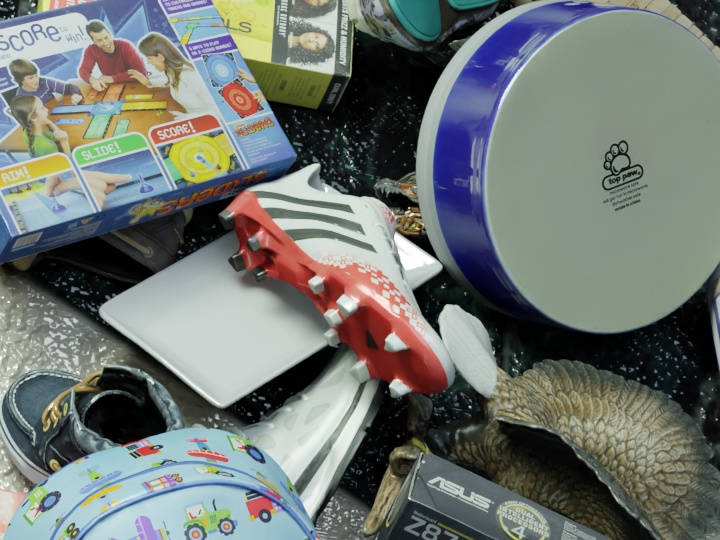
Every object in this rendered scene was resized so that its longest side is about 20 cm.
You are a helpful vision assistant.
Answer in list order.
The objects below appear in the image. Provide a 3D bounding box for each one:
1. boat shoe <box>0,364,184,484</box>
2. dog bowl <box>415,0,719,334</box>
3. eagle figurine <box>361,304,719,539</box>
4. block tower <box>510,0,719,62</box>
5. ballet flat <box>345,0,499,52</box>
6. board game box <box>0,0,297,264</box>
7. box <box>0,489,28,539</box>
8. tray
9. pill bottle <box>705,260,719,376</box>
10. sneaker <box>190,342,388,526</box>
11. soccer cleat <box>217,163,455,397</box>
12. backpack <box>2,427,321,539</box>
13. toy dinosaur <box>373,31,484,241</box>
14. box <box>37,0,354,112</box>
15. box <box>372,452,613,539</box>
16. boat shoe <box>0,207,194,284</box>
[{"bbox_3d":[-0.143,0.081,1.285,0.071,0.091,0.200,-36,40,-23],"label":"boat shoe"},{"bbox_3d":[0.138,-0.064,1.445,0.199,0.079,0.202,-5,100,-29],"label":"dog bowl"},{"bbox_3d":[0.117,0.117,1.369,0.198,0.151,0.153,7,65,13],"label":"eagle figurine"},{"bbox_3d":[0.191,-0.144,1.576,0.200,0.054,0.058,44,59,7],"label":"block tower"},{"bbox_3d":[0.030,-0.173,1.497,0.072,0.072,0.200,47,24,10],"label":"ballet flat"},{"bbox_3d":[-0.151,-0.092,1.381,0.199,0.034,0.136,-17,71,-34],"label":"board game box"},{"bbox_3d":[-0.206,0.224,1.240,0.094,0.103,0.201,11,60,-12],"label":"box"},{"bbox_3d":[-0.052,0.017,1.408,0.107,0.022,0.200,36,45,25],"label":"tray"},{"bbox_3d":[0.282,0.086,1.449,0.115,0.116,0.201,2,64,-16],"label":"pill bottle"},{"bbox_3d":[-0.064,0.096,1.362,0.115,0.076,0.201,31,62,-2],"label":"sneaker"},{"bbox_3d":[0.000,0.000,1.360,0.085,0.069,0.200,-32,45,-23],"label":"soccer cleat"},{"bbox_3d":[-0.080,0.182,1.144,0.181,0.134,0.202,-15,93,-17],"label":"backpack"},{"bbox_3d":[0.094,-0.087,1.510,0.199,0.102,0.137,-24,94,-41],"label":"toy dinosaur"},{"bbox_3d":[-0.105,-0.158,1.495,0.198,0.050,0.076,10,61,-11],"label":"box"},{"bbox_3d":[0.088,0.208,1.301,0.199,0.162,0.049,25,37,-2],"label":"box"},{"bbox_3d":[-0.197,-0.039,1.394,0.198,0.075,0.074,11,61,-10],"label":"boat shoe"}]
